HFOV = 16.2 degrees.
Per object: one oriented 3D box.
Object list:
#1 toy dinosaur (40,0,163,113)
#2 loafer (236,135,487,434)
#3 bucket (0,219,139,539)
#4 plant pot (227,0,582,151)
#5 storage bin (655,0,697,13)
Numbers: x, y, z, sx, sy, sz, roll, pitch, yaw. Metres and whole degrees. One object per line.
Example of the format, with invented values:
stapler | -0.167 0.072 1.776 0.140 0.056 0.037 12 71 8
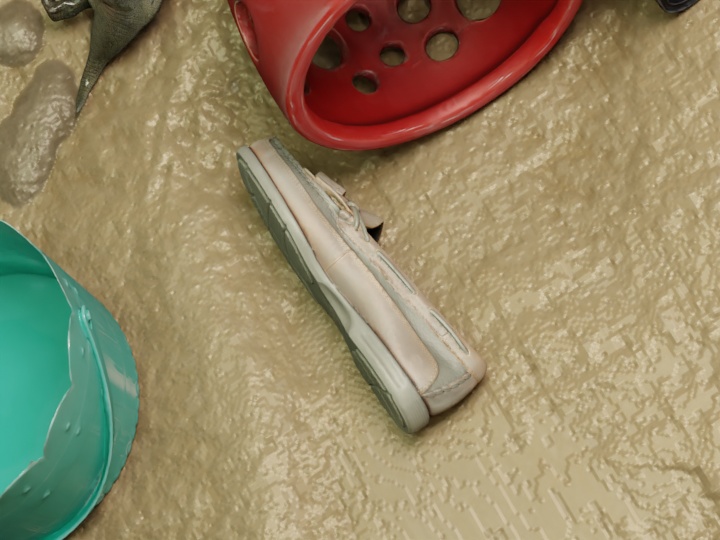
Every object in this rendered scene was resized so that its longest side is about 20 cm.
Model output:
toy dinosaur | -0.151 -0.201 1.575 0.102 0.077 0.201 7 76 27
loafer | 0.000 0.000 1.485 0.063 0.072 0.201 -30 74 -9
bucket | -0.236 0.072 1.502 0.206 0.135 0.209 -5 75 18
plant pot | 0.008 -0.200 1.456 0.200 0.200 0.183 -33 66 8
storage bin | 0.177 -0.245 1.407 0.135 0.200 0.094 -41 67 5
